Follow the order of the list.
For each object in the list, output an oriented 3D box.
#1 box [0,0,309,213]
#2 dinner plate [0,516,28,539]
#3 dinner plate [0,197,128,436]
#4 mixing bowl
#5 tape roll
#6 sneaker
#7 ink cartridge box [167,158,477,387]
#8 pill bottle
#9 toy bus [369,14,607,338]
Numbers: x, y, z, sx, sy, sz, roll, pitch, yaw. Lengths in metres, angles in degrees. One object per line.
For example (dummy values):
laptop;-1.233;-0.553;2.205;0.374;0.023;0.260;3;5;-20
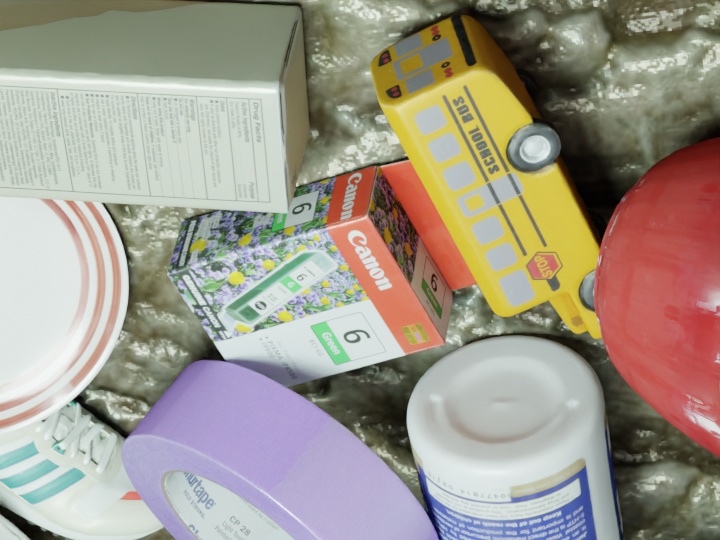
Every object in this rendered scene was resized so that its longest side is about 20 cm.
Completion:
box;-0.133;-0.094;1.357;0.200;0.078;0.095;4;132;6
dinner plate;-0.296;0.172;1.603;0.200;0.024;0.200;18;151;10
dinner plate;-0.240;0.011;1.470;0.200;0.024;0.201;-6;117;-12
mixing bowl;0.198;0.005;1.335;0.108;0.200;0.200;17;138;31
tape roll;-0.049;0.146;1.501;0.200;0.066;0.200;32;155;17
sneaker;-0.201;0.106;1.553;0.199;0.070;0.093;23;137;-7
ink cartridge box;0.000;0.000;1.436;0.200;0.050;0.109;-15;127;23
pill bottle;0.101;0.150;1.505;0.119;0.120;0.200;-2;130;12
toy bus;0.083;-0.044;1.358;0.078;0.065;0.200;-26;124;7
